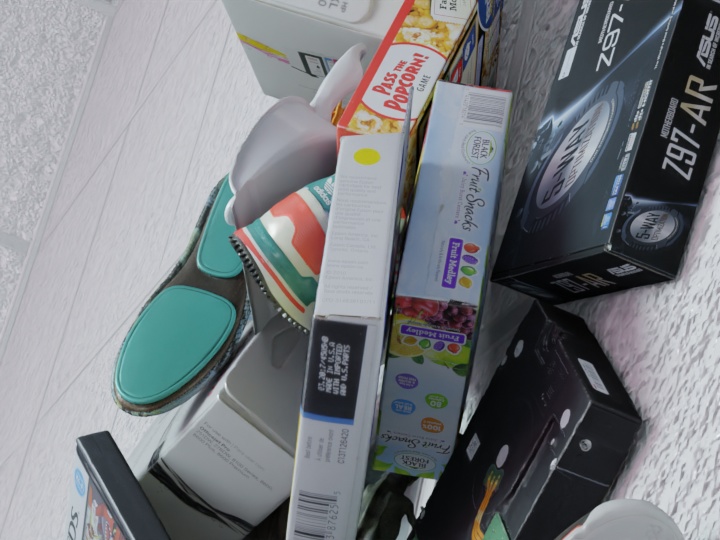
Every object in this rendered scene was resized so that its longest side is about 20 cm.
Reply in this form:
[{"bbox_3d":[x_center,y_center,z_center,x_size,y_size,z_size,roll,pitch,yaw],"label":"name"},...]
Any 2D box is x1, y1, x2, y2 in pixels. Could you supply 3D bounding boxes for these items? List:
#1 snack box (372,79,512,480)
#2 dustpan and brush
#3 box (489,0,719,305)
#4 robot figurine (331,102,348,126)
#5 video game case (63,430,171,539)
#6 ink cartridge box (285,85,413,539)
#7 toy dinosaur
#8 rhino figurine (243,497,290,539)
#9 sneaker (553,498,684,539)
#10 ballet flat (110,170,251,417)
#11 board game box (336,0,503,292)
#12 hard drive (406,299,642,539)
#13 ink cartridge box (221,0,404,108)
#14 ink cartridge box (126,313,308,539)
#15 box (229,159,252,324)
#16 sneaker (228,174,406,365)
[{"bbox_3d":[0.050,0.004,1.258,0.200,0.053,0.142,-77,-6,-48],"label":"snack box"},{"bbox_3d":[-0.036,-0.074,1.354,0.200,0.057,0.140,-49,-28,-29],"label":"dustpan and brush"},{"bbox_3d":[0.149,-0.086,1.174,0.160,0.043,0.200,-16,54,71],"label":"box"},{"bbox_3d":[-0.005,-0.054,1.495,0.200,0.058,0.145,65,-139,-70],"label":"robot figurine"},{"bbox_3d":[-0.141,0.233,1.340,0.200,0.025,0.181,54,143,38],"label":"video game case"},{"bbox_3d":[-0.006,0.031,1.179,0.200,0.047,0.198,-84,0,-49],"label":"ink cartridge box"},{"bbox_3d":[0.000,0.181,1.252,0.200,0.047,0.088,-56,-27,-31],"label":"toy dinosaur"},{"bbox_3d":[-0.051,0.185,1.452,0.200,0.060,0.088,150,137,-68],"label":"rhino figurine"},{"bbox_3d":[0.082,0.176,0.988,0.200,0.077,0.082,-61,10,22],"label":"sneaker"},{"bbox_3d":[-0.097,0.023,1.391,0.200,0.074,0.074,-60,11,-26],"label":"ballet flat"},{"bbox_3d":[0.041,-0.107,1.385,0.152,0.046,0.200,91,-160,-51],"label":"board game box"},{"bbox_3d":[0.077,0.130,1.132,0.200,0.038,0.140,-63,16,15],"label":"hard drive"},{"bbox_3d":[0.001,-0.207,1.518,0.200,0.145,0.147,67,-139,-72],"label":"ink cartridge box"},{"bbox_3d":[-0.087,0.116,1.424,0.200,0.084,0.145,-45,9,40],"label":"ink cartridge box"},{"bbox_3d":[-0.070,0.024,1.635,0.200,0.112,0.101,-70,17,-5],"label":"box"},{"bbox_3d":[0.000,0.000,1.305,0.093,0.200,0.070,-39,61,6],"label":"sneaker"}]
